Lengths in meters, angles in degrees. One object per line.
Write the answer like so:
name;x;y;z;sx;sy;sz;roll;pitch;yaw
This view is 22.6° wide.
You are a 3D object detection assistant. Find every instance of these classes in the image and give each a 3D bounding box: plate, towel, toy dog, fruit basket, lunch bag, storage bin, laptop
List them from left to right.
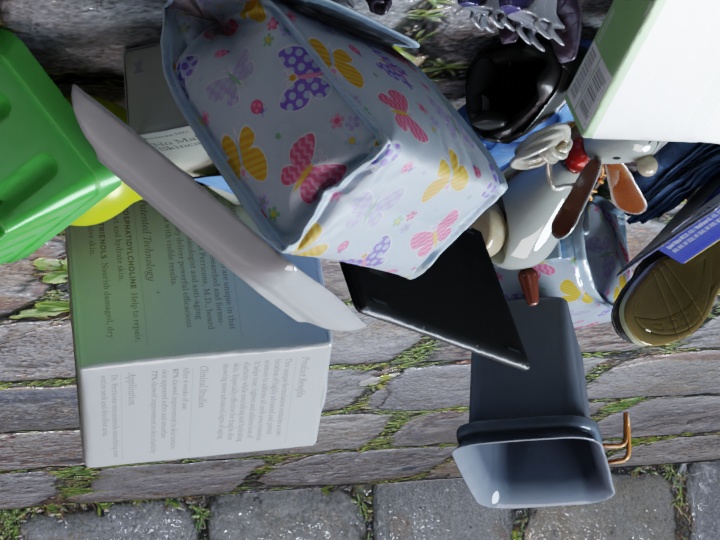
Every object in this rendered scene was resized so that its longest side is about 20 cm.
fruit basket;-0.237;-0.085;1.311;0.215;0.156;0.216;-37;-172;6
plate;-0.098;-0.030;1.203;0.032;0.199;0.200;-50;162;-2
lunch bag;-0.023;-0.107;1.169;0.127;0.200;0.169;-47;151;18
laptop;0.000;0.000;1.331;0.187;0.201;0.116;20;131;-43
lunch bag;0.145;-0.009;1.614;0.168;0.128;0.200;-11;172;21
storage bin;0.157;0.112;1.550;0.144;0.135;0.200;-5;158;11
toy dog;0.157;-0.042;1.397;0.131;0.097;0.200;-19;168;-28
towel;0.288;-0.106;1.480;0.112;0.049;0.200;-42;176;-22

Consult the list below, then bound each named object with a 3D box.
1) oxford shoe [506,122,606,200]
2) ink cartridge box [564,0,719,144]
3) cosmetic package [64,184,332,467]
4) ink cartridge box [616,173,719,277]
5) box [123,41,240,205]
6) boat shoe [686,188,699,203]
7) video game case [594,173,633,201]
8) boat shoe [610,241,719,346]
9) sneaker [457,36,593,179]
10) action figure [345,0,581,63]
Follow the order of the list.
oxford shoe;0.192;-0.090;1.497;0.199;0.073;0.071;-25;149;22
ink cartridge box;0.263;-0.153;1.275;0.198;0.048;0.146;0;139;-23
cosmetic package;-0.136;0.044;1.474;0.198;0.167;0.168;-4;146;-11
ink cartridge box;0.320;-0.073;1.483;0.200;0.047;0.198;-48;180;-21
box;-0.099;-0.110;1.350;0.081;0.069;0.200;-10;165;18
boat shoe;0.368;-0.072;1.697;0.199;0.058;0.067;7;160;-39
video game case;0.141;-0.074;1.668;0.181;0.022;0.199;-15;163;31
boat shoe;0.277;0.012;1.607;0.065;0.074;0.200;-16;-167;47
sneaker;0.099;-0.120;1.372;0.111;0.077;0.199;1;160;-46
action figure;0.056;-0.190;1.118;0.129;0.070;0.199;4;171;44
